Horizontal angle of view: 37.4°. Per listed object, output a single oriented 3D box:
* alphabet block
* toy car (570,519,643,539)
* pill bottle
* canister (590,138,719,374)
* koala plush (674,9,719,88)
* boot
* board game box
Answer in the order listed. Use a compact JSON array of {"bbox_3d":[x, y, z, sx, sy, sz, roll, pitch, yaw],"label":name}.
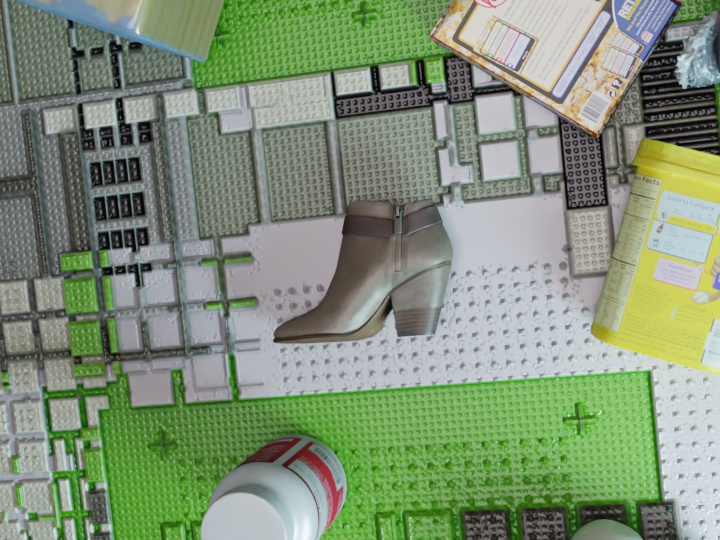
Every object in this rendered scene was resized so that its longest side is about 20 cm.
[{"bbox_3d":[-0.241,-0.344,1.078,0.195,0.196,0.200,18,97,9],"label":"alphabet block"},{"bbox_3d":[0.268,0.355,1.037,0.200,0.150,0.175,18,97,10],"label":"toy car"},{"bbox_3d":[-0.088,0.240,1.080,0.112,0.200,0.113,1,94,12],"label":"pill bottle"},{"bbox_3d":[0.317,-0.014,1.036,0.148,0.087,0.200,16,98,11],"label":"canister"},{"bbox_3d":[0.380,-0.252,0.974,0.177,0.184,0.200,15,110,8],"label":"koala plush"},{"bbox_3d":[0.000,0.000,1.120,0.200,0.070,0.147,-5,86,11],"label":"boot"},{"bbox_3d":[0.193,-0.248,1.066,0.200,0.046,0.152,33,100,8],"label":"board game box"}]
